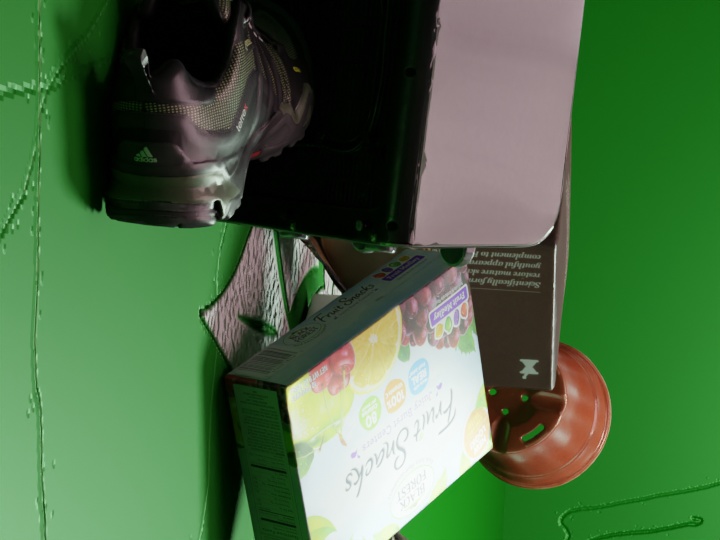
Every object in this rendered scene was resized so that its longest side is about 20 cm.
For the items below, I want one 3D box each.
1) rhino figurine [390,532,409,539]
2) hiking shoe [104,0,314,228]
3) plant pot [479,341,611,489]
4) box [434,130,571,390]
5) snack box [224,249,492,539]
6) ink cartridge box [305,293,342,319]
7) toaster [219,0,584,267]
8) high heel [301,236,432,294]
[{"bbox_3d":[0.031,0.273,1.692,0.200,0.059,0.088,78,-2,-57],"label":"rhino figurine"},{"bbox_3d":[-0.065,-0.100,0.891,0.200,0.075,0.101,-70,165,-59],"label":"hiking shoe"},{"bbox_3d":[0.208,0.171,2.446,0.195,0.199,0.202,35,58,-70],"label":"plant pot"},{"bbox_3d":[0.102,-0.022,1.705,0.201,0.165,0.165,-77,168,-51],"label":"box"},{"bbox_3d":[0.004,0.090,1.187,0.200,0.053,0.143,-35,124,-46],"label":"snack box"},{"bbox_3d":[-0.009,0.097,1.347,0.200,0.067,0.118,-74,164,-52],"label":"ink cartridge box"},{"bbox_3d":[0.014,-0.107,1.015,0.118,0.180,0.201,5,92,-37],"label":"toaster"},{"bbox_3d":[0.000,0.000,1.244,0.201,0.071,0.143,61,15,-19],"label":"high heel"}]
